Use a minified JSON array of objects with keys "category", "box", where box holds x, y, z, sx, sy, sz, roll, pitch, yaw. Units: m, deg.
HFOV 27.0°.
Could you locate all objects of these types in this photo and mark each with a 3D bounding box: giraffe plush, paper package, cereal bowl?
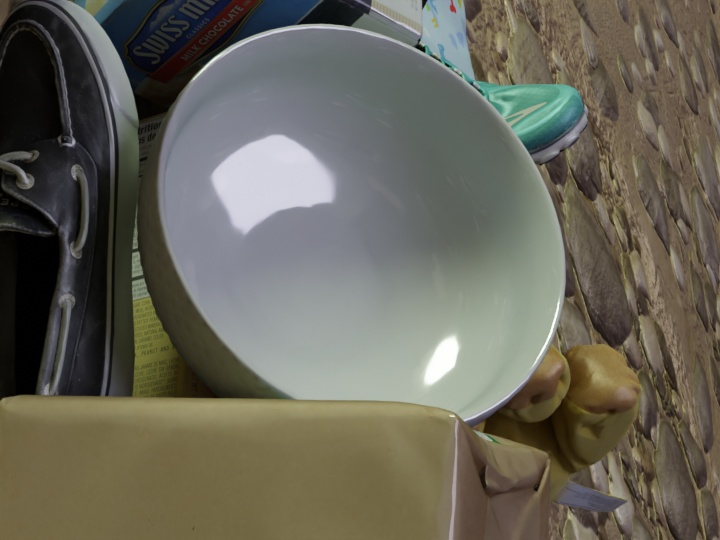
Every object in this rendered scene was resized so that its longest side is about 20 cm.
[{"category":"giraffe plush","box":[0.087,0.062,0.968,0.200,0.172,0.163,36,29,-47]},{"category":"paper package","box":[-0.042,0.145,0.550,0.103,0.198,0.193,26,66,-61]},{"category":"cereal bowl","box":[-0.010,-0.006,0.678,0.198,0.083,0.202,12,59,-21]}]

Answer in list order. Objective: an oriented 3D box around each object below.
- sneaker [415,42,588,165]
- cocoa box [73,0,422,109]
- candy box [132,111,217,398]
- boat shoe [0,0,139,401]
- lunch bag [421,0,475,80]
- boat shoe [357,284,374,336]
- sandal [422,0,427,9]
[{"category":"sneaker","box":[0.030,-0.095,0.859,0.078,0.198,0.080,-64,153,-52]},{"category":"cocoa box","box":[-0.058,-0.191,0.776,0.130,0.133,0.202,22,54,-33]},{"category":"candy box","box":[-0.074,0.033,0.746,0.115,0.055,0.202,44,39,-52]},{"category":"boat shoe","box":[-0.136,-0.025,0.636,0.064,0.070,0.202,15,65,-62]},{"category":"lunch bag","box":[0.010,-0.178,1.002,0.161,0.082,0.202,35,45,-51]},{"category":"boat shoe","box":[0.000,0.000,0.766,0.093,0.074,0.202,5,74,-73]},{"category":"sandal","box":[-0.004,-0.168,0.855,0.045,0.200,0.076,21,90,-29]}]
